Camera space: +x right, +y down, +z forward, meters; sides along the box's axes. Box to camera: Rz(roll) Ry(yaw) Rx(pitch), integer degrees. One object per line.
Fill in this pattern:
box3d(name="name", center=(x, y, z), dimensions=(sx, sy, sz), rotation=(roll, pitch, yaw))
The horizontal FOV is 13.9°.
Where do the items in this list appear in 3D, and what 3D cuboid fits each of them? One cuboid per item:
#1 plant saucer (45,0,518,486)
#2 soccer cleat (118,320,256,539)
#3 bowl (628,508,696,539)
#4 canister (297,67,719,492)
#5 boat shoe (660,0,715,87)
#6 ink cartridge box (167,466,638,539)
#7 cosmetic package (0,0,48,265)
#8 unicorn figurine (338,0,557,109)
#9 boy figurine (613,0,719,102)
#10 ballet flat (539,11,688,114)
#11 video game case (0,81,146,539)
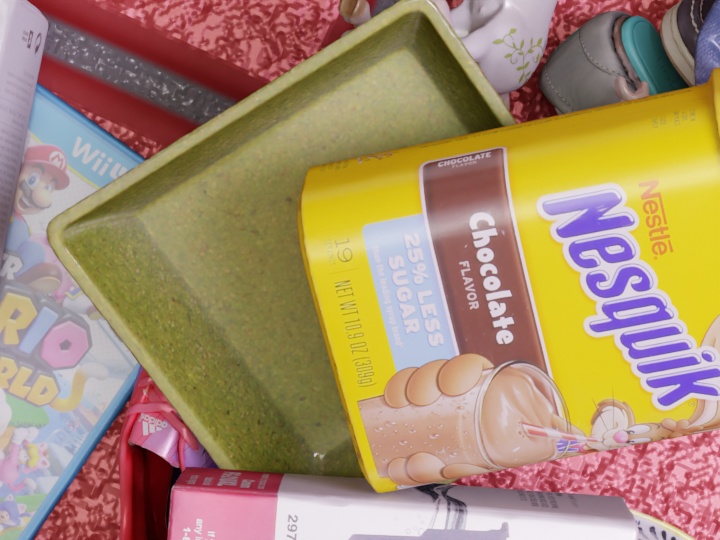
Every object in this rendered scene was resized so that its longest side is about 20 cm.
box3d(name="plant saucer", center=(0.000, 0.000, 1.278), dimensions=(0.199, 0.048, 0.200), rotation=(-31, 110, 16))
box3d(name="soccer cleat", center=(-0.074, 0.050, 1.339), dimensions=(0.068, 0.073, 0.201), rotation=(14, 103, 33))
box3d(name="bowl", center=(0.093, 0.201, 1.346), dimensions=(0.199, 0.094, 0.202), rotation=(0, 91, 1))
box3d(name="canister", center=(0.087, 0.007, 1.204), dimensions=(0.199, 0.087, 0.149), rotation=(-11, 113, 10))
box3d(name="boat shoe", center=(0.231, -0.076, 1.340), dimensions=(0.199, 0.072, 0.065), rotation=(32, 131, -7))
box3d(name="ink cartridge box", center=(0.016, 0.165, 1.258), dimensions=(0.199, 0.084, 0.146), rotation=(4, 92, 1))
box3d(name="cosmetic package", center=(-0.214, -0.031, 1.344), dimensions=(0.101, 0.074, 0.201), rotation=(9, 86, 9))
box3d(name="unicorn figurine", center=(0.074, -0.146, 1.301), dimensions=(0.137, 0.074, 0.201), rotation=(15, 116, -39))
box3d(name="boy figurine", center=(0.165, -0.049, 1.282), dimensions=(0.124, 0.064, 0.201), rotation=(18, 91, 2))
box3d(name="ballet flat", center=(0.152, -0.025, 1.360), dimensions=(0.064, 0.067, 0.201), rotation=(-34, 89, 29))
box3d(name="video game case", center=(-0.169, 0.022, 1.387), dimensions=(0.143, 0.018, 0.200), rotation=(35, 91, 1))
